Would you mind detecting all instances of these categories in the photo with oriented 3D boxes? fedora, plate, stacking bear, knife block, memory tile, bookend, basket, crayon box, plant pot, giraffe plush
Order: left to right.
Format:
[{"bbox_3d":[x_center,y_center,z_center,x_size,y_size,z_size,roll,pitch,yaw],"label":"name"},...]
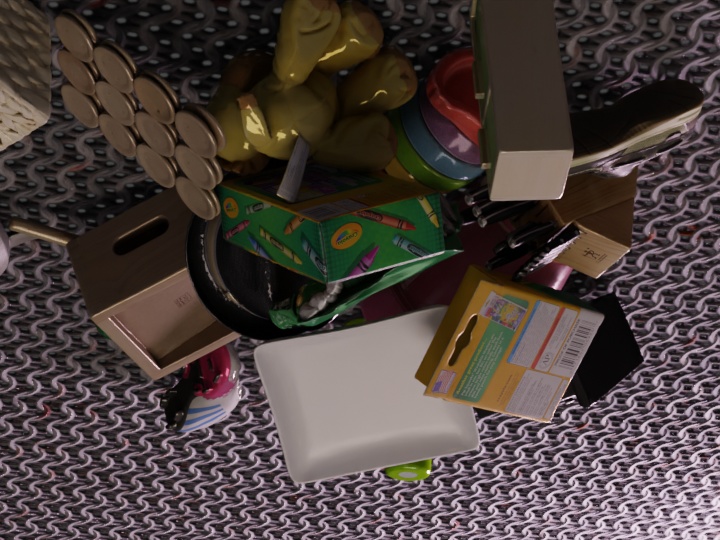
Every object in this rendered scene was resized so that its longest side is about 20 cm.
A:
[{"bbox_3d":[-0.362,-0.189,1.475,0.123,0.136,0.200,-22,146,24],"label":"basket"},{"bbox_3d":[-0.196,-0.139,1.569,0.017,0.200,0.153,-43,160,-25],"label":"memory tile"},{"bbox_3d":[-0.072,-0.144,1.581,0.162,0.200,0.173,-1,139,52],"label":"giraffe plush"},{"bbox_3d":[-0.069,-0.011,1.711,0.200,0.092,0.201,-11,115,-24],"label":"fedora"},{"bbox_3d":[-0.029,-0.048,1.554,0.119,0.058,0.200,-15,-161,-27],"label":"crayon box"},{"bbox_3d":[0.008,0.119,1.761,0.200,0.032,0.200,-12,130,2],"label":"plate"},{"bbox_3d":[0.058,-0.114,1.672,0.121,0.114,0.200,42,131,-14],"label":"stacking bear"},{"bbox_3d":[0.124,0.005,1.828,0.200,0.200,0.179,17,128,-32],"label":"plant pot"},{"bbox_3d":[0.136,0.070,1.712,0.200,0.052,0.126,16,104,-47],"label":"crayon box"},{"bbox_3d":[0.192,0.117,2.010,0.199,0.092,0.200,-23,-179,28],"label":"bookend"},{"bbox_3d":[0.177,-0.076,1.709,0.175,0.200,0.064,25,142,-17],"label":"knife block"}]

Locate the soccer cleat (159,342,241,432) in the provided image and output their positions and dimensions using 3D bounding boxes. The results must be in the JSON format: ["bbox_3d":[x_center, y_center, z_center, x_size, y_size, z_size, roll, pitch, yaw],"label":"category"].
[{"bbox_3d":[-0.174,0.134,2.128,0.086,0.070,0.200,-5,156,-31],"label":"soccer cleat"}]

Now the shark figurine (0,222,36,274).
[{"bbox_3d":[-0.398,-0.025,1.799,0.128,0.090,0.215,-11,151,9],"label":"shark figurine"}]

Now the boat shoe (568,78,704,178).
[{"bbox_3d":[0.237,-0.118,1.674,0.201,0.072,0.066,-23,132,-15],"label":"boat shoe"}]

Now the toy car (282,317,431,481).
[{"bbox_3d":[-0.020,0.169,2.116,0.158,0.165,0.200,24,149,-39],"label":"toy car"}]

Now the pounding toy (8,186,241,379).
[{"bbox_3d":[-0.222,-0.003,1.827,0.200,0.142,0.184,-27,146,5],"label":"pounding toy"}]

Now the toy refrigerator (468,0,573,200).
[{"bbox_3d":[0.132,-0.164,1.512,0.070,0.200,0.076,-2,150,-4],"label":"toy refrigerator"}]

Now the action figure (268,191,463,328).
[{"bbox_3d":[0.000,0.000,1.633,0.200,0.118,0.055,-32,103,16],"label":"action figure"}]
